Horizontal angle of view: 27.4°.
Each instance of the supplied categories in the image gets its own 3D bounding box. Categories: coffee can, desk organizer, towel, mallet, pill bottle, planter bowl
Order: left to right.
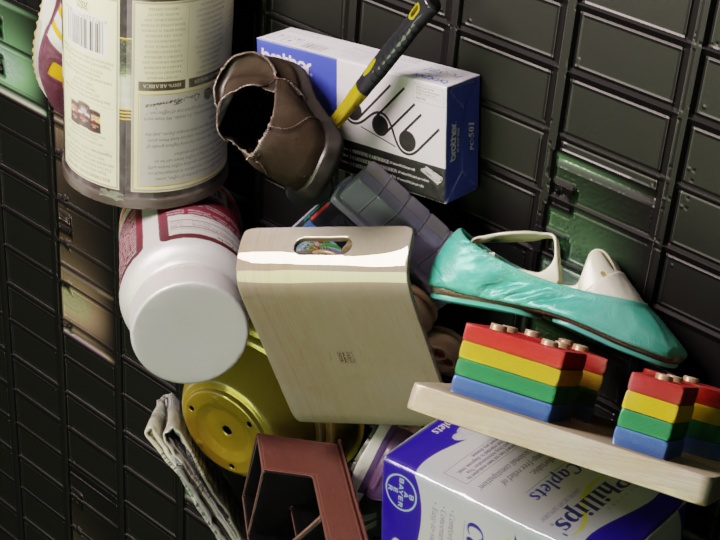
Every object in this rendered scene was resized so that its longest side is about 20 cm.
[{"bbox_3d":[-0.180,-0.174,1.252,0.146,0.146,0.201,29,129,32],"label":"coffee can"},{"bbox_3d":[-0.150,0.004,1.269,0.200,0.114,0.115,-106,15,-60],"label":"pill bottle"},{"bbox_3d":[-0.145,0.215,1.418,0.193,0.034,0.200,60,175,-7],"label":"towel"},{"bbox_3d":[-0.101,0.126,1.349,0.200,0.083,0.201,19,130,25],"label":"planter bowl"},{"bbox_3d":[-0.047,0.210,1.203,0.200,0.077,0.072,-112,33,-68],"label":"desk organizer"},{"bbox_3d":[-0.001,-0.124,1.100,0.200,0.041,0.066,-43,41,42],"label":"mallet"}]

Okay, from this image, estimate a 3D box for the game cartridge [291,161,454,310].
[{"bbox_3d":[0.000,0.000,1.205,0.130,0.038,0.200,38,144,-10],"label":"game cartridge"}]

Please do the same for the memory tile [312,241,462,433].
[{"bbox_3d":[0.020,0.060,1.216,0.153,0.017,0.200,-18,119,48],"label":"memory tile"}]

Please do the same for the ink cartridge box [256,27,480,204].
[{"bbox_3d":[0.003,-0.126,1.168,0.200,0.044,0.094,20,122,38],"label":"ink cartridge box"}]

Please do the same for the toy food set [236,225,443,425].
[{"bbox_3d":[-0.002,0.048,1.169,0.143,0.061,0.200,0,133,23],"label":"toy food set"}]

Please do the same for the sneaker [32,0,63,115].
[{"bbox_3d":[-0.246,-0.217,1.349,0.090,0.075,0.200,37,134,33],"label":"sneaker"}]

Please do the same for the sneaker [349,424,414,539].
[{"bbox_3d":[0.024,0.215,1.308,0.087,0.076,0.200,28,142,7],"label":"sneaker"}]

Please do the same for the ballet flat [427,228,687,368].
[{"bbox_3d":[0.146,0.011,1.074,0.199,0.067,0.071,17,93,20],"label":"ballet flat"}]

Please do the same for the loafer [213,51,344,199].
[{"bbox_3d":[-0.075,-0.124,1.113,0.073,0.071,0.200,-60,32,11],"label":"loafer"}]

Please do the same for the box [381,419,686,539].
[{"bbox_3d":[0.119,0.227,1.079,0.200,0.105,0.185,20,121,35],"label":"box"}]

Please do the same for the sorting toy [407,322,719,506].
[{"bbox_3d":[0.161,0.090,1.008,0.199,0.199,0.070,16,91,21],"label":"sorting toy"}]
